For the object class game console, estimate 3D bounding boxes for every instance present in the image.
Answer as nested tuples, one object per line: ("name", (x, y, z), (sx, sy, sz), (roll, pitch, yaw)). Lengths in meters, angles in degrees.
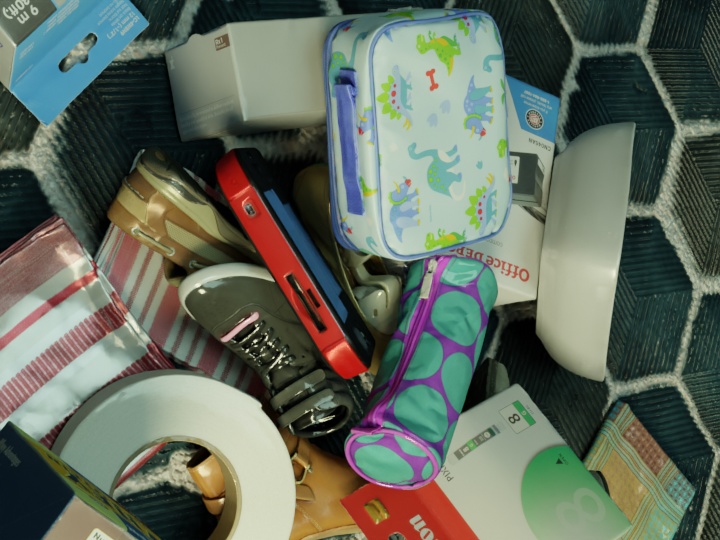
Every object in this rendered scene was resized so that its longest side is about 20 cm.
("game console", (-0.047, -0.011, 1.263), (0.031, 0.177, 0.201), (-30, 93, 9))

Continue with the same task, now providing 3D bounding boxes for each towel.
("towel", (0.257, 0.251, 1.556), (0.147, 0.022, 0.201), (49, 58, -22))
("towel", (-0.228, 0.078, 1.192), (0.144, 0.023, 0.201), (-40, 108, -18))
("towel", (-0.131, 0.010, 1.296), (0.199, 0.030, 0.148), (35, 63, -31))

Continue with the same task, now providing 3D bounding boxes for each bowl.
("bowl", (0.210, -0.018, 1.469), (0.201, 0.074, 0.201), (85, 13, -51))

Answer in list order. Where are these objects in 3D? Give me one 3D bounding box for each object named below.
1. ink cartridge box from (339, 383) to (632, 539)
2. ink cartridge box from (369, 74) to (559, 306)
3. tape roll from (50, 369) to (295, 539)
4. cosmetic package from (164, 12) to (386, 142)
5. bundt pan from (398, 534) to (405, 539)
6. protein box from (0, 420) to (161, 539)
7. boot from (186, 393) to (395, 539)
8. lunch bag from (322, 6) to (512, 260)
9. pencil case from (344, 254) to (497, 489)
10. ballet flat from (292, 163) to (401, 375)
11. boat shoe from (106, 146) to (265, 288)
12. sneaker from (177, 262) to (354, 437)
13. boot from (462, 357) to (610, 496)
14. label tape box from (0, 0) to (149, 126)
("ink cartridge box", (0.106, 0.201, 1.298), (0.199, 0.050, 0.161), (-23, 66, -37))
("ink cartridge box", (0.099, -0.080, 1.445), (0.144, 0.084, 0.202), (17, 74, -33))
("tape roll", (-0.147, 0.178, 1.203), (0.201, 0.037, 0.205), (-2, 95, -21))
("cosmetic package", (-0.055, -0.166, 1.329), (0.199, 0.106, 0.091), (-14, 92, -36))
("bundt pan", (0.111, 0.309, 1.402), (0.200, 0.075, 0.204), (7, 78, -36))
("protein box", (-0.228, 0.239, 1.045), (0.135, 0.198, 0.201), (42, 80, -25))
("boot", (-0.043, 0.163, 1.310), (0.200, 0.073, 0.155), (-45, 106, -35))
("lunch bag", (0.045, -0.115, 1.291), (0.160, 0.082, 0.202), (-16, 107, -38))
("pencil case", (0.051, 0.080, 1.299), (0.093, 0.084, 0.201), (57, 41, -40))
("ballet flat", (0.000, 0.000, 1.369), (0.069, 0.063, 0.202), (-35, 105, -46))
("boat shoe", (-0.127, -0.017, 1.246), (0.074, 0.076, 0.200), (-45, 129, 2))
("sneaker", (-0.066, 0.068, 1.234), (0.200, 0.070, 0.100), (37, 26, -49))
("boot", (0.160, 0.180, 1.414), (0.129, 0.068, 0.202), (13, 48, -16))
("label tape box", (-0.256, -0.237, 1.212), (0.200, 0.066, 0.144), (51, 57, -18))
